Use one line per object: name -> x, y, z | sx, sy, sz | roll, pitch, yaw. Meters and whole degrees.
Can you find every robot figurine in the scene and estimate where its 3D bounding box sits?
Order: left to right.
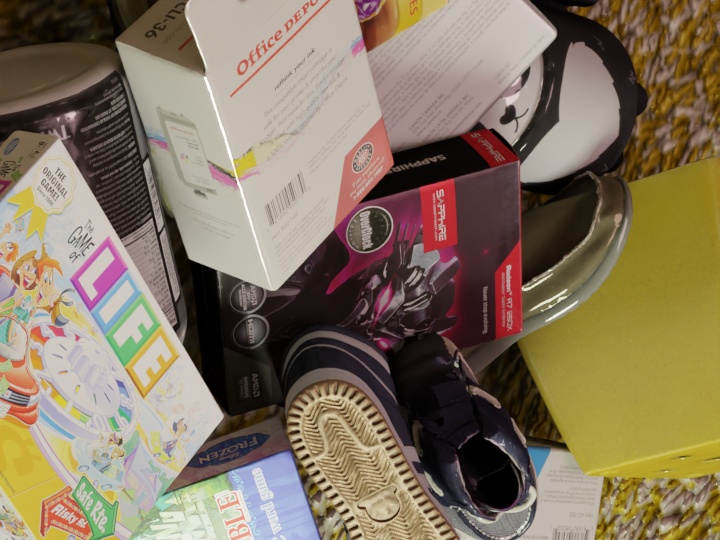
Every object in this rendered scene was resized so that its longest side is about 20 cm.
robot figurine -> 0.101, -0.114, 1.669 | 0.200, 0.125, 0.151 | 11, 68, -49

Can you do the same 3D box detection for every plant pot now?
plant pot -> 0.226, 0.043, 1.746 | 0.200, 0.200, 0.177 | 8, 70, -49

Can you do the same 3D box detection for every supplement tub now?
supplement tub -> -0.164, -0.013, 1.391 | 0.122, 0.122, 0.200 | -31, 120, -41

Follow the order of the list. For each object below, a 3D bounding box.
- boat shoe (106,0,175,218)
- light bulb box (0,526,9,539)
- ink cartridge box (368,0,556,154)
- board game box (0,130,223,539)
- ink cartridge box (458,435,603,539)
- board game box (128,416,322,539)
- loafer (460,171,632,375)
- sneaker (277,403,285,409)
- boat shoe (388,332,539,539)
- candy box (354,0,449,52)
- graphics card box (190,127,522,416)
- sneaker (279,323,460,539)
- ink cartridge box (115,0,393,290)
boat shoe -> -0.098, -0.121, 1.421 | 0.074, 0.076, 0.200 | -13, 126, -8
light bulb box -> -0.269, 0.075, 1.287 | 0.198, 0.125, 0.200 | -23, 115, -44
ink cartridge box -> -0.006, -0.152, 1.532 | 0.200, 0.057, 0.163 | 42, 96, -11
board game box -> -0.157, 0.049, 1.289 | 0.135, 0.034, 0.200 | -53, 133, -30
ink cartridge box -> 0.081, 0.211, 1.738 | 0.146, 0.086, 0.200 | 9, 91, -48
board game box -> -0.109, 0.206, 1.472 | 0.199, 0.041, 0.200 | -20, 117, -3
loafer -> 0.090, 0.004, 1.663 | 0.200, 0.075, 0.070 | -42, 120, 15
sneaker -> -0.018, 0.067, 1.622 | 0.079, 0.075, 0.200 | -51, 123, -16
boat shoe -> 0.074, 0.130, 1.568 | 0.075, 0.093, 0.200 | -33, 137, 1
candy box -> -0.049, -0.211, 1.457 | 0.117, 0.056, 0.200 | -30, 109, 2
graphics card box -> 0.000, 0.000, 1.524 | 0.200, 0.051, 0.126 | -14, 124, -18
sneaker -> 0.009, 0.122, 1.488 | 0.070, 0.109, 0.200 | -22, 116, 3
ink cartridge box -> -0.058, -0.103, 1.374 | 0.116, 0.067, 0.200 | -47, 142, -30
